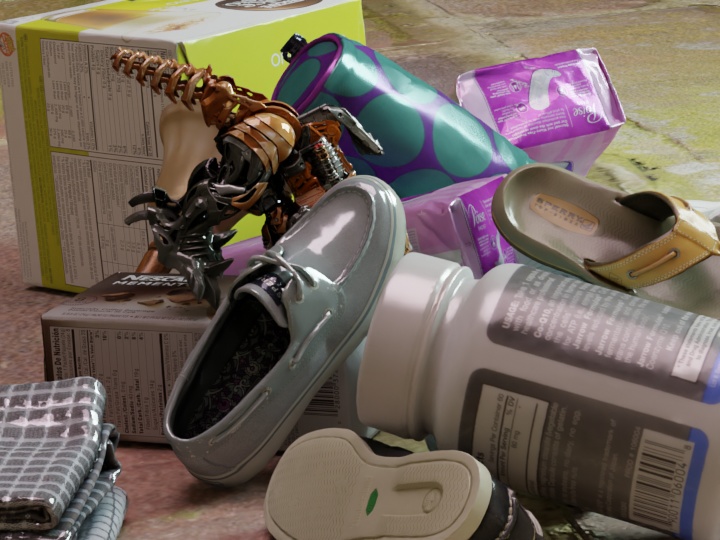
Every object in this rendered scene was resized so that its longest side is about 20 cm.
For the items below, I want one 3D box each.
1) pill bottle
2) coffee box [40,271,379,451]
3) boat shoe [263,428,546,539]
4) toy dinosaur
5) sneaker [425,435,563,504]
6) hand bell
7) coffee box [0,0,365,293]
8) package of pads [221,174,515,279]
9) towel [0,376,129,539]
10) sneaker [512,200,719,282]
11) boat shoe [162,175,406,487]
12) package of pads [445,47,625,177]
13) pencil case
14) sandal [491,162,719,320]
[{"bbox_3d":[0.106,0.062,1.474,0.200,0.114,0.114,16,19,15],"label":"pill bottle"},{"bbox_3d":[-0.079,0.054,1.727,0.200,0.080,0.113,2,16,22],"label":"coffee box"},{"bbox_3d":[0.017,0.127,1.471,0.068,0.072,0.200,30,-15,-32],"label":"boat shoe"},{"bbox_3d":[-0.066,-0.058,1.706,0.200,0.136,0.102,45,11,12],"label":"toy dinosaur"},{"bbox_3d":[0.077,0.084,1.607,0.074,0.082,0.200,1,32,-29],"label":"sneaker"},{"bbox_3d":[-0.133,-0.004,1.881,0.104,0.104,0.200,6,54,37],"label":"hand bell"},{"bbox_3d":[-0.124,-0.095,2.102,0.197,0.201,0.199,8,19,41],"label":"coffee box"},{"bbox_3d":[0.000,0.000,1.819,0.200,0.076,0.120,-14,6,25],"label":"package of pads"},{"bbox_3d":[-0.227,0.119,1.494,0.199,0.086,0.166,-3,14,5],"label":"towel"},{"bbox_3d":[0.177,-0.010,1.810,0.200,0.078,0.099,2,0,-24],"label":"sneaker"},{"bbox_3d":[-0.043,0.027,1.607,0.070,0.201,0.072,27,-11,28],"label":"boat shoe"},{"bbox_3d":[0.099,-0.080,2.065,0.120,0.076,0.200,-14,-19,-22],"label":"package of pads"},{"bbox_3d":[0.029,-0.078,1.895,0.092,0.200,0.085,-36,34,38],"label":"pencil case"},{"bbox_3d":[0.170,-0.020,1.700,0.200,0.054,0.080,23,61,16],"label":"sandal"}]
